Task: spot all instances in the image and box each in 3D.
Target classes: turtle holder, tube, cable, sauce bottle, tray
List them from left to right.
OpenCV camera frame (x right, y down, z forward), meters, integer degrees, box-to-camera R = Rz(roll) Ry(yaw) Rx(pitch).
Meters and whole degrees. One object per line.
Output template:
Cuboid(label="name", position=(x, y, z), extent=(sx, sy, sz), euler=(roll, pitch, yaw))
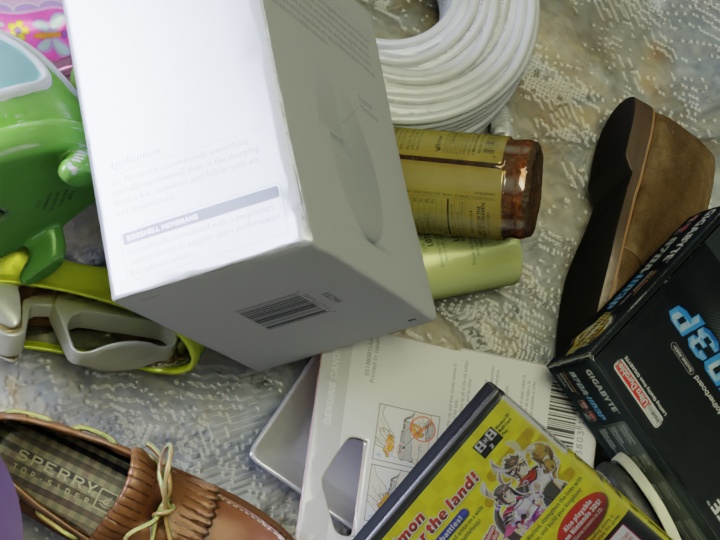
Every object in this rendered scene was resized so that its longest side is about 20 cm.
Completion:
Cuboid(label="turtle holder", position=(-0.207, -0.076, 1.414), extent=(0.185, 0.141, 0.132), euler=(-27, 71, -6))
Cuboid(label="tube", position=(0.000, 0.000, 1.557), extent=(0.199, 0.058, 0.052), euler=(-9, 103, -14))
Cuboid(label="sauce bottle", position=(0.010, -0.058, 1.544), extent=(0.199, 0.066, 0.066), euler=(7, 67, 13))
Cuboid(label="cable", position=(0.015, -0.169, 1.609), extent=(0.199, 0.069, 0.201), euler=(7, 69, -12))
Cuboid(label="tray", position=(0.039, 0.129, 1.536), extent=(0.200, 0.022, 0.108), euler=(35, 65, -1))

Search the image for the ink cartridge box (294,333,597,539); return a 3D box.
Cuboid(label="ink cartridge box", position=(0.046, 0.143, 1.496), extent=(0.175, 0.045, 0.201), euler=(12, 68, -10))

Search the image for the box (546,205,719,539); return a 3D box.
Cuboid(label="box", position=(0.224, 0.085, 1.547), extent=(0.159, 0.046, 0.200), euler=(-42, 103, -32))

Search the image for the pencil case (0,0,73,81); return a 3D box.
Cuboid(label="pencil case", position=(-0.190, -0.134, 1.534), extent=(0.199, 0.087, 0.088), euler=(-22, 78, -20))

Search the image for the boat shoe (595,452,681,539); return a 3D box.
Cuboid(label="boat shoe", position=(0.166, 0.208, 1.493), extent=(0.067, 0.072, 0.201), euler=(-16, 97, -12))

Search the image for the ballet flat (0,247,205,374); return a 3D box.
Cuboid(label="ballet flat", position=(-0.183, 0.025, 1.485), extent=(0.199, 0.067, 0.067), euler=(9, 43, -15))

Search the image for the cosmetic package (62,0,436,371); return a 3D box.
Cuboid(label="cosmetic package", position=(-0.062, -0.069, 1.424), extent=(0.122, 0.199, 0.201), euler=(-16, 71, 17))

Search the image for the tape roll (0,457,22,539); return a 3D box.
Cuboid(label="tape roll", position=(-0.288, 0.146, 1.363), extent=(0.199, 0.085, 0.201), euler=(-6, 67, 13))

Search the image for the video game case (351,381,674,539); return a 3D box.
Cuboid(label="video game case", position=(0.075, 0.195, 1.431), extent=(0.181, 0.026, 0.200), euler=(41, 90, -12))

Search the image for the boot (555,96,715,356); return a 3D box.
Cuboid(label="boot", position=(0.176, -0.010, 1.599), extent=(0.075, 0.074, 0.201), euler=(25, 64, -16))

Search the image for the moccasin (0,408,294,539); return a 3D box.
Cuboid(label="moccasin", position=(-0.129, 0.130, 1.436), extent=(0.201, 0.078, 0.074), euler=(29, 79, 10))
